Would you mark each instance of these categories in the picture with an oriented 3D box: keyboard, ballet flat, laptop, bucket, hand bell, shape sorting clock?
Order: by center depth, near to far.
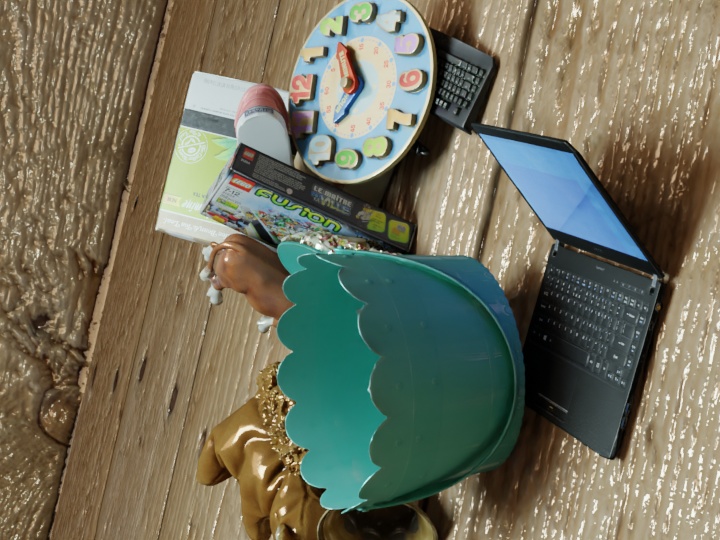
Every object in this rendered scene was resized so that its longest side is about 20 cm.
[{"bbox_3d":[0.129,0.009,0.986,0.177,0.103,0.200,-148,72,-71],"label":"laptop"},{"bbox_3d":[0.029,0.081,1.081,0.207,0.135,0.207,173,90,-67],"label":"bucket"},{"bbox_3d":[0.026,0.169,1.249,0.200,0.104,0.104,-79,13,-52],"label":"hand bell"},{"bbox_3d":[0.000,0.000,1.355,0.200,0.064,0.076,24,137,45],"label":"ballet flat"},{"bbox_3d":[0.061,-0.177,1.376,0.200,0.021,0.127,40,113,57],"label":"keyboard"},{"bbox_3d":[-0.003,-0.187,1.400,0.200,0.039,0.200,-11,74,45],"label":"shape sorting clock"}]

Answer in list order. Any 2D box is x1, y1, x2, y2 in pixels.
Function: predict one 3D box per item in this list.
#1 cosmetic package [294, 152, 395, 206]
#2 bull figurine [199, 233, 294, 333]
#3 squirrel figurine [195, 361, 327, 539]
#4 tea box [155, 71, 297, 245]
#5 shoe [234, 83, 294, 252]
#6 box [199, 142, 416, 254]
[{"bbox_3d":[-0.022,-0.113,1.536,0.103,0.087,0.200,-111,39,-59],"label":"cosmetic package"},{"bbox_3d":[-0.084,0.028,1.466,0.121,0.200,0.065,-16,40,53],"label":"bull figurine"},{"bbox_3d":[-0.063,0.199,1.376,0.187,0.141,0.200,-117,41,-53],"label":"squirrel figurine"},{"bbox_3d":[-0.136,-0.121,1.683,0.200,0.133,0.197,11,-88,-76],"label":"tea box"},{"bbox_3d":[-0.098,-0.099,1.490,0.091,0.071,0.200,-95,0,-59],"label":"shoe"},{"bbox_3d":[-0.055,-0.053,1.412,0.110,0.200,0.035,-45,24,58],"label":"box"}]
